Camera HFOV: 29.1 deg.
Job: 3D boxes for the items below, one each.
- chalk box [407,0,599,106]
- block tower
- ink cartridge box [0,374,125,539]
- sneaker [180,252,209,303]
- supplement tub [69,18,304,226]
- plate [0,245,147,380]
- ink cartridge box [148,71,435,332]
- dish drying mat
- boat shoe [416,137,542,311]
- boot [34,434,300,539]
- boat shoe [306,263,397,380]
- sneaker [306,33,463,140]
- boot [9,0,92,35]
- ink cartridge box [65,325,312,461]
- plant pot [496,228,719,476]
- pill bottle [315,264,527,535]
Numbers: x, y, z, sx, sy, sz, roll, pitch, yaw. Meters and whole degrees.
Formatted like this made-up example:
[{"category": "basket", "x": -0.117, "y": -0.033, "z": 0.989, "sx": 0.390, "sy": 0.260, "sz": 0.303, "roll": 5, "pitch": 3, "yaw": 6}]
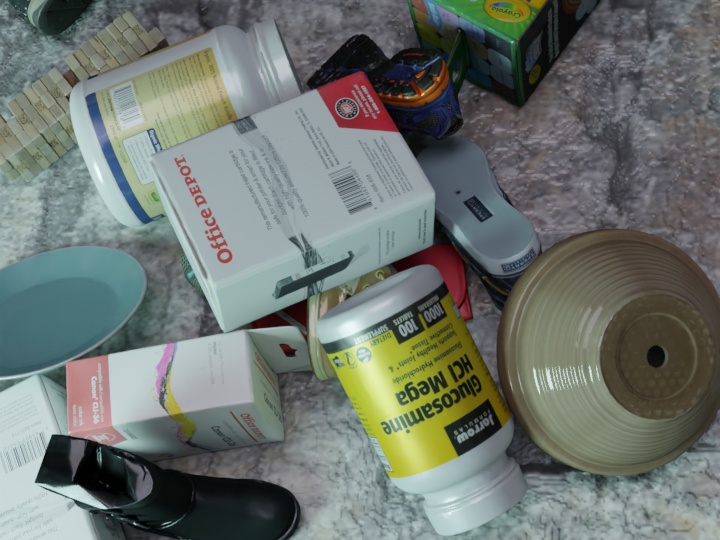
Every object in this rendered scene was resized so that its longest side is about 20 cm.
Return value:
[{"category": "chalk box", "x": 0.125, "y": -0.245, "z": 1.268, "sx": 0.124, "sy": 0.125, "sz": 0.200, "roll": 33, "pitch": 77, "yaw": 20}, {"category": "block tower", "x": -0.275, "y": -0.170, "z": 1.349, "sx": 0.200, "sy": 0.054, "sz": 0.058, "roll": -37, "pitch": 68, "yaw": -6}, {"category": "ink cartridge box", "x": -0.291, "y": 0.214, "z": 1.185, "sx": 0.146, "sy": 0.083, "sz": 0.201, "roll": -26, "pitch": 67, "yaw": 3}, {"category": "sneaker", "x": -0.087, "y": -0.049, "z": 1.260, "sx": 0.200, "sy": 0.078, "sz": 0.091, "roll": -44, "pitch": 42, "yaw": -21}, {"category": "supplement tub", "x": -0.148, "y": -0.137, "z": 1.264, "sx": 0.199, "sy": 0.144, "sz": 0.145, "roll": -21, "pitch": 67, "yaw": 2}, {"category": "plate", "x": -0.284, "y": 0.043, "z": 1.244, "sx": 0.199, "sy": 0.026, "sz": 0.200, "roll": -11, "pitch": 32, "yaw": 7}, {"category": "ink cartridge box", "x": -0.057, "y": -0.058, "z": 1.155, "sx": 0.199, "sy": 0.084, "sz": 0.145, "roll": -22, "pitch": 61, "yaw": -12}, {"category": "dish drying mat", "x": -0.003, "y": 0.026, "z": 1.243, "sx": 0.199, "sy": 0.018, "sz": 0.077, "roll": -11, "pitch": 67, "yaw": 6}, {"category": "boat shoe", "x": 0.107, "y": -0.034, "z": 1.225, "sx": 0.071, "sy": 0.091, "sz": 0.200, "roll": -27, "pitch": 40, "yaw": -1}, {"category": "boot", "x": -0.147, "y": 0.178, "z": 1.111, "sx": 0.164, "sy": 0.200, "sz": 0.066, "roll": 0, "pitch": 69, "yaw": 10}, {"category": "boat shoe", "x": 0.000, "y": 0.000, "z": 1.204, "sx": 0.066, "sy": 0.074, "sz": 0.201, "roll": 5, "pitch": 69, "yaw": 15}, {"category": "sneaker", "x": 0.020, "y": -0.158, "z": 1.257, "sx": 0.075, "sy": 0.079, "sz": 0.200, "roll": -44, "pitch": 33, "yaw": -12}, {"category": "boot", "x": -0.310, "y": -0.353, "z": 1.417, "sx": 0.153, "sy": 0.074, "sz": 0.204, "roll": 33, "pitch": 78, "yaw": 22}, {"category": "ink cartridge box", "x": -0.136, "y": 0.109, "z": 1.182, "sx": 0.199, "sy": 0.117, "sz": 0.068, "roll": -11, "pitch": 66, "yaw": 7}, {"category": "plant pot", "x": 0.215, "y": 0.066, "z": 1.101, "sx": 0.200, "sy": 0.093, "sz": 0.202, "roll": 0, "pitch": 89, "yaw": -13}, {"category": "pill bottle", "x": 0.055, "y": 0.106, "z": 1.121, "sx": 0.112, "sy": 0.112, "sz": 0.201, "roll": -28, "pitch": 95, "yaw": -1}]
